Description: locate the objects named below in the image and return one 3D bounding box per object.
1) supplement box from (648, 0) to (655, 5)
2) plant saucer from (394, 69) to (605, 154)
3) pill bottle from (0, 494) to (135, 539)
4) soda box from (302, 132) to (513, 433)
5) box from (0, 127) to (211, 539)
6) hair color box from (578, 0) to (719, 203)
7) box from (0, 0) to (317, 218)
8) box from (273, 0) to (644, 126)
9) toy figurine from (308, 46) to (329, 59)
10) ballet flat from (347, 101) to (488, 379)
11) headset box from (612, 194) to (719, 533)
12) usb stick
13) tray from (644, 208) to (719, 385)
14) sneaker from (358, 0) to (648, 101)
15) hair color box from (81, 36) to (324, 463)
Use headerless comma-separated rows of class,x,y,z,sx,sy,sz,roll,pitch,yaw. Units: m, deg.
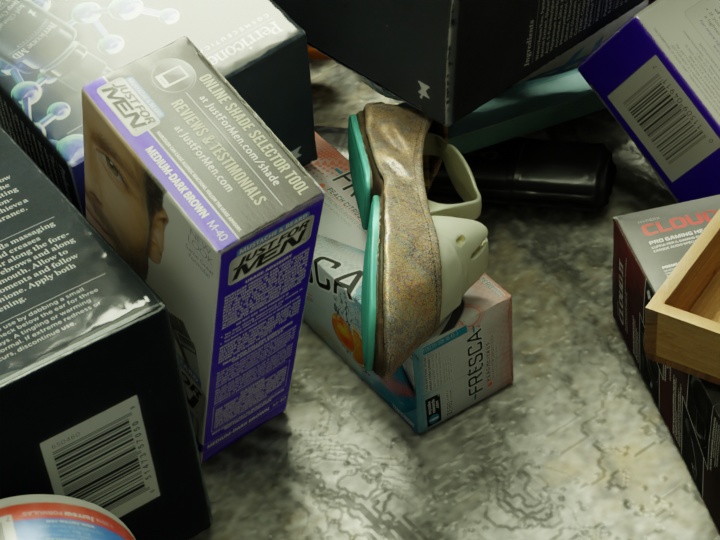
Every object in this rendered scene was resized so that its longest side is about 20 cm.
supplement box,0.186,-0.260,1.090,0.103,0.131,0.200,-20,39,5
plant saucer,0.093,-0.102,0.983,0.199,0.019,0.070,-19,29,-33
pill bottle,-0.120,0.195,0.627,0.112,0.113,0.200,-16,42,-11
soda box,0.000,0.000,0.876,0.068,0.064,0.200,-27,43,-22
box,-0.175,0.042,0.774,0.107,0.149,0.200,-27,44,-22
hair color box,0.232,-0.129,0.934,0.200,0.065,0.110,-34,86,-35
box,-0.142,-0.118,0.879,0.148,0.107,0.200,-33,60,-20
box,0.063,-0.191,0.888,0.148,0.105,0.200,33,51,30
toy figurine,0.029,-0.178,1.062,0.183,0.151,0.200,1,14,-11
ballet flat,0.030,-0.024,0.803,0.067,0.068,0.201,0,42,-3
headset box,0.221,0.032,0.796,0.148,0.077,0.200,-11,42,-5
usb stick,0.056,-0.063,0.964,0.199,0.033,0.056,5,38,14
tray,0.227,-0.014,0.763,0.098,0.037,0.200,20,47,29
sneaker,0.095,-0.146,0.966,0.199,0.072,0.072,-18,15,-17
hair color box,-0.081,-0.003,0.767,0.065,0.200,0.109,-30,65,-26
